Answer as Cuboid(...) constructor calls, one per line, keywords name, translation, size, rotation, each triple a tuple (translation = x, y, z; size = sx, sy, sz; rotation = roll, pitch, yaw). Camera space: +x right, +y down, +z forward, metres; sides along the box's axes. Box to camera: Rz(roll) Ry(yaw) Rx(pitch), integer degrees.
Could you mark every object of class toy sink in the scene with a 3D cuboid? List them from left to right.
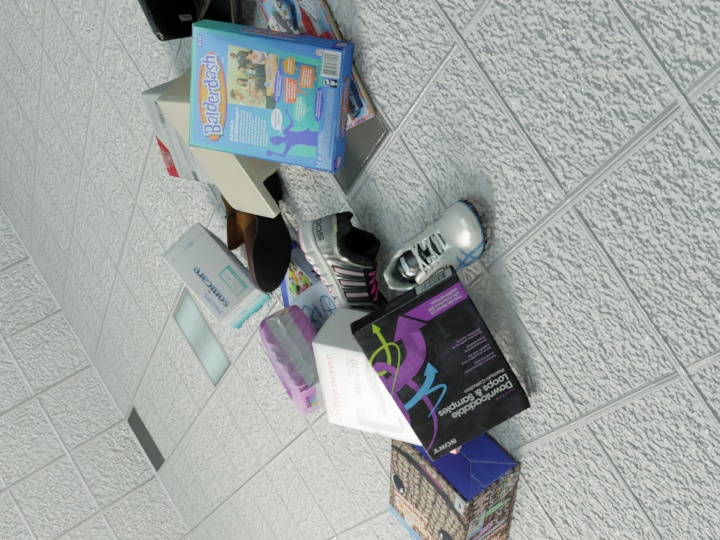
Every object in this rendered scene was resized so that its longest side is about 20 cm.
Cuboid(name="toy sink", translation=(-0.163, -0.190, 1.433), size=(0.129, 0.112, 0.201), rotation=(15, 145, 53))

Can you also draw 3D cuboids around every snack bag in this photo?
Cuboid(name="snack bag", translation=(-0.022, 0.109, 1.511), size=(0.202, 0.021, 0.188), rotation=(57, 157, 0))

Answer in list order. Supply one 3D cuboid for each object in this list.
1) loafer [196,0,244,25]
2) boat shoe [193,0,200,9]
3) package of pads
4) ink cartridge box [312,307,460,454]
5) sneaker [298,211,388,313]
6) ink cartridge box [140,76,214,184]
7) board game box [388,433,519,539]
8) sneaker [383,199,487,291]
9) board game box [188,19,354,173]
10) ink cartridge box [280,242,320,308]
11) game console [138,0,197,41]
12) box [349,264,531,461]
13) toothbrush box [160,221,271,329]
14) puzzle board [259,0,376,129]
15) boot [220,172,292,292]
Cuboid(name="loafer", translation=(-0.192, -0.341, 1.397), size=(0.071, 0.064, 0.201), rotation=(18, 146, -4))
Cuboid(name="boat shoe", translation=(-0.240, -0.430, 1.421), size=(0.070, 0.063, 0.203), rotation=(20, 133, 52))
Cuboid(name="package of pads", translation=(-0.089, 0.133, 1.514), size=(0.122, 0.075, 0.200), rotation=(59, 171, 14))
Cuboid(name="ink cartridge box", translation=(0.046, 0.142, 1.354), size=(0.197, 0.085, 0.148), rotation=(11, 128, 27))
Cuboid(name="sneaker", translation=(0.000, 0.000, 1.391), size=(0.086, 0.074, 0.201), rotation=(-25, 117, 23))
Cuboid(name="ink cartridge box", translation=(-0.250, -0.221, 1.616), size=(0.199, 0.083, 0.147), rotation=(17, 129, 56))
Cuboid(name="board game box", translation=(0.124, 0.303, 1.437), size=(0.159, 0.096, 0.202), rotation=(41, 147, 35))
Cuboid(name="sneaker", translation=(0.088, -0.021, 1.224), size=(0.073, 0.072, 0.200), rotation=(59, 152, 8))
Cuboid(name="board game box", translation=(-0.112, -0.214, 1.265), size=(0.196, 0.045, 0.155), rotation=(12, 113, 13))
Cuboid(name="ink cartridge box", translation=(-0.076, 0.035, 1.604), size=(0.199, 0.042, 0.121), rotation=(37, 144, 43))
Cuboid(name="game console", translation=(-0.317, -0.386, 1.433), size=(0.178, 0.115, 0.200), rotation=(65, -163, -10))
Cuboid(name="box", translation=(0.097, 0.114, 1.225), size=(0.202, 0.141, 0.036), rotation=(57, -171, -21))
Cuboid(name="toothbrush box", translation=(-0.233, 0.012, 1.702), size=(0.147, 0.085, 0.200), rotation=(48, 179, 6))
Cuboid(name="puzzle board", translation=(-0.061, -0.270, 1.309), size=(0.150, 0.017, 0.203), rotation=(-12, 104, 62))
Cuboid(name="boot", translation=(-0.181, -0.053, 1.624), size=(0.199, 0.067, 0.192), rotation=(-15, 85, 62))
